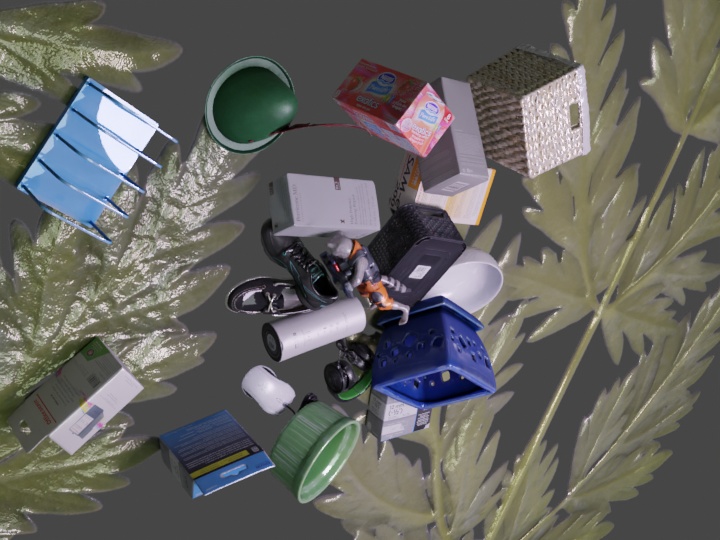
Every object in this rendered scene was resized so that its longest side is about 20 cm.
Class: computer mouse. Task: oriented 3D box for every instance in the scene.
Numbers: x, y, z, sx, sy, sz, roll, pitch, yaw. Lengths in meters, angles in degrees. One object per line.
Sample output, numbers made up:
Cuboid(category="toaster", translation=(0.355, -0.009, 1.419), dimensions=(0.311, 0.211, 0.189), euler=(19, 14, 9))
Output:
Cuboid(category="computer mouse", translation=(-0.166, 0.263, 1.788), dimensions=(0.110, 0.044, 0.200), euler=(-49, 133, -5))

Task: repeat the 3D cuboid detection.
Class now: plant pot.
Cuboid(category="plant pot", translation=(0.151, 0.169, 1.853), dimensions=(0.200, 0.200, 0.180), euler=(32, 48, -46))

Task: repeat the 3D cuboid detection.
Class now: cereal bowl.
Cuboid(category="cereal bowl", translation=(0.199, 0.016, 1.897), dimensions=(0.199, 0.083, 0.200), euler=(-12, 143, -9))

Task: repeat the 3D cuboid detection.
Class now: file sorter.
Cuboid(category="file sorter", translation=(-0.392, -0.161, 1.340), dimensions=(0.139, 0.123, 0.200), euler=(33, 90, -44))

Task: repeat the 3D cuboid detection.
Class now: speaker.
Cuboid(category="speaker", translation=(-0.089, 0.112, 1.746), dimensions=(0.200, 0.081, 0.081), euler=(-19, 123, -30))

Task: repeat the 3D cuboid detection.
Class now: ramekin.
Cuboid(category="ramekin", translation=(-0.099, 0.366, 1.816), dimensions=(0.200, 0.098, 0.200), euler=(-46, 156, -27))

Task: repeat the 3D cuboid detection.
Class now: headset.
Cuboid(category="headset", translation=(-0.014, 0.208, 1.845), dimensions=(0.123, 0.094, 0.200), euler=(-39, 142, -15))

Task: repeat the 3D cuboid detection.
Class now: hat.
Cuboid(category="hat", translation=(-0.131, -0.257, 1.456), dimensions=(0.200, 0.176, 0.166), euler=(-38, 130, -17))

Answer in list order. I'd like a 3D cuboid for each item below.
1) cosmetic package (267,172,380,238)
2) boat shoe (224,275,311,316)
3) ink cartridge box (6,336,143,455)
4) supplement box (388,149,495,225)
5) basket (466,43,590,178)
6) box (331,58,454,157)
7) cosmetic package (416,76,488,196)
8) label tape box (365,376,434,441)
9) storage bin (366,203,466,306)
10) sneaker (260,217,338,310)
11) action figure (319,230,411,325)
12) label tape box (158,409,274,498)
Cuboid(category="cosmetic package", translation=(-0.066, -0.116, 1.627), dimensions=(0.200, 0.074, 0.102), euler=(-1, 77, -40))
Cuboid(category="boat shoe", translation=(-0.158, 0.054, 1.675), dimensions=(0.200, 0.060, 0.074), euler=(-1, 113, -38))
Cuboid(category="ink cartridge box", translation=(-0.475, 0.221, 1.473), dimensions=(0.200, 0.117, 0.067), euler=(-43, 134, -12))
Cuboid(category="supplement box", translation=(0.168, -0.168, 1.808), dimensions=(0.200, 0.073, 0.126), euler=(4, 110, -39))
Cuboid(category="basket", translation=(0.335, -0.321, 1.783), dimensions=(0.161, 0.200, 0.199), euler=(-27, 126, -18))
Cuboid(category="box", translation=(0.056, -0.290, 1.572), dimensions=(0.095, 0.200, 0.103), euler=(-52, 132, -4))
Cuboid(category="cosmetic package", translation=(0.163, -0.252, 1.677), dimensions=(0.090, 0.107, 0.201), euler=(5, 72, -38))
Cuboid(category="label tape box", translation=(0.097, 0.270, 1.984), dimensions=(0.143, 0.066, 0.201), euler=(-8, 118, -36))
Cuboid(category="storage bin", translation=(0.097, -0.026, 1.759), dimensions=(0.135, 0.094, 0.200), euler=(7, 135, -40))
Cuboid(category="sneaker", translation=(-0.107, -0.017, 1.635), dimensions=(0.075, 0.079, 0.200), euler=(-45, 110, -30))
Cuboid(category="action figure", translation=(0.000, 0.000, 1.654), dimensions=(0.105, 0.200, 0.194), euler=(-39, 122, 0))
Cuboid(category="label tape box", translation=(-0.266, 0.353, 1.638), dimensions=(0.143, 0.200, 0.066), euler=(-19, 124, -30))
